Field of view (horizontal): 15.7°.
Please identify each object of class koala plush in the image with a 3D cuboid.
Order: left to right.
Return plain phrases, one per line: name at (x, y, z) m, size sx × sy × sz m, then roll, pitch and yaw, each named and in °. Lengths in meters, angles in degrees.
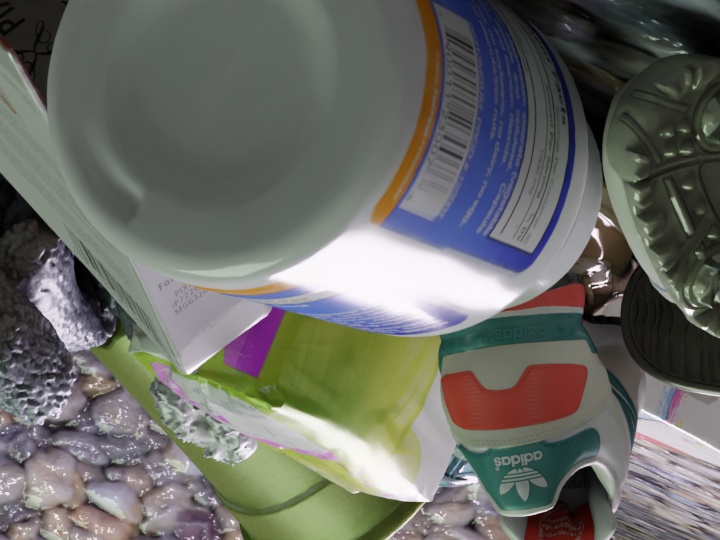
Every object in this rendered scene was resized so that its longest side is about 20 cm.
koala plush at (-0.104, -0.002, 1.344) m, size 0.199 × 0.178 × 0.184 m, roll 24°, pitch -176°, yaw -20°

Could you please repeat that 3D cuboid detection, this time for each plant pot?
plant pot at (-0.058, 0.042, 1.501) m, size 0.190 × 0.201 × 0.200 m, roll 41°, pitch 165°, yaw -31°

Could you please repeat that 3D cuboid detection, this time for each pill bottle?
pill bottle at (0.002, -0.040, 0.779) m, size 0.112 × 0.113 × 0.200 m, roll 19°, pitch -179°, yaw 24°

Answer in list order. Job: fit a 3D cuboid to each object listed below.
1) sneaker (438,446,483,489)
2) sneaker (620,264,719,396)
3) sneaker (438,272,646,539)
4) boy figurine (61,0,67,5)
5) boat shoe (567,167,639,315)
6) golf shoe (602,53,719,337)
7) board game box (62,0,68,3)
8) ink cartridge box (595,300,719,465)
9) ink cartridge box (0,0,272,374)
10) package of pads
sneaker at (0.024, 0.010, 1.161) m, size 0.095 × 0.079 × 0.201 m, roll 4°, pitch 130°, yaw 43°
sneaker at (0.204, 0.026, 0.980) m, size 0.199 × 0.075 × 0.106 m, roll 16°, pitch -172°, yaw 16°
sneaker at (0.067, 0.061, 0.965) m, size 0.070 × 0.094 × 0.200 m, roll -7°, pitch 168°, yaw 11°
boy figurine at (-0.107, -0.057, 1.094) m, size 0.124 × 0.065 × 0.200 m, roll 17°, pitch 169°, yaw 25°
boat shoe at (0.067, -0.015, 0.965) m, size 0.071 × 0.065 × 0.200 m, roll 47°, pitch -175°, yaw 24°
golf shoe at (0.108, -0.021, 0.852) m, size 0.097 × 0.079 × 0.200 m, roll 26°, pitch 175°, yaw 34°
board game box at (-0.088, -0.100, 1.069) m, size 0.095 × 0.030 × 0.200 m, roll 22°, pitch 171°, yaw 0°
ink cartridge box at (0.109, 0.028, 1.234) m, size 0.200 × 0.068 × 0.116 m, roll 29°, pitch 171°, yaw -40°
ink cartridge box at (-0.120, -0.080, 0.874) m, size 0.200 × 0.045 × 0.176 m, roll 45°, pitch 166°, yaw 35°
package of pads at (0.000, 0.000, 1.002) m, size 0.068 × 0.155 × 0.200 m, roll 19°, pitch 173°, yaw 25°
